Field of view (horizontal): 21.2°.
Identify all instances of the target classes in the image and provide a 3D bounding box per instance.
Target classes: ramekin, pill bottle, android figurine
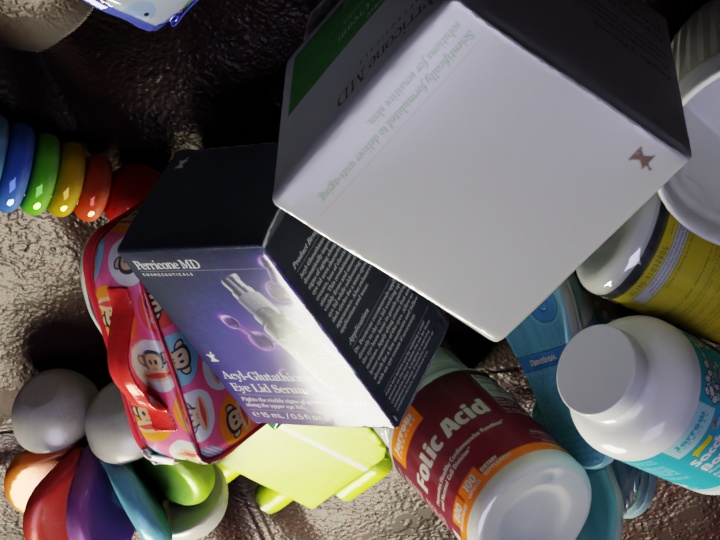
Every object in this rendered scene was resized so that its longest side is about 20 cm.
[{"bbox_3d":[0.304,-0.117,1.373,0.198,0.106,0.201,2,138,2],"label":"ramekin"},{"bbox_3d":[0.093,0.152,1.592,0.113,0.200,0.115,-15,124,-24],"label":"pill bottle"},{"bbox_3d":[0.275,-0.004,1.490,0.198,0.113,0.112,22,134,-17],"label":"pill bottle"},{"bbox_3d":[0.233,0.101,1.483,0.110,0.112,0.199,-29,147,30],"label":"pill bottle"},{"bbox_3d":[-0.055,0.152,1.731,0.181,0.041,0.200,28,134,-22],"label":"android figurine"}]

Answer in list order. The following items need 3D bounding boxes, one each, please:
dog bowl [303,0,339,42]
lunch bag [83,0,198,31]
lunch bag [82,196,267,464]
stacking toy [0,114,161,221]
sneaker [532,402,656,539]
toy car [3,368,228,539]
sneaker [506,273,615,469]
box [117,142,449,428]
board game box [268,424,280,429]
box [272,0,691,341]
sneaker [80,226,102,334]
[{"bbox_3d":[0.051,-0.153,1.374,0.198,0.059,0.201,0,130,0],"label":"dog bowl"},{"bbox_3d":[-0.144,-0.265,1.240,0.169,0.124,0.200,-33,118,32],"label":"lunch bag"},{"bbox_3d":[-0.131,0.043,1.466,0.081,0.176,0.202,1,115,35],"label":"lunch bag"},{"bbox_3d":[-0.242,-0.074,1.485,0.198,0.086,0.086,13,136,-17],"label":"stacking toy"},{"bbox_3d":[0.213,0.203,1.648,0.079,0.202,0.130,-23,139,30],"label":"sneaker"},{"bbox_3d":[-0.225,0.189,1.686,0.198,0.151,0.176,4,140,30],"label":"toy car"},{"bbox_3d":[0.191,0.048,1.587,0.079,0.130,0.202,-7,105,48],"label":"sneaker"},{"bbox_3d":[-0.053,0.012,1.388,0.147,0.105,0.200,-2,137,40],"label":"box"},{"bbox_3d":[-0.077,0.022,1.556,0.134,0.029,0.201,42,135,11],"label":"board game box"},{"bbox_3d":[0.076,-0.106,1.262,0.199,0.172,0.199,30,124,-22],"label":"box"},{"bbox_3d":[-0.168,0.059,1.560,0.074,0.084,0.202,-23,105,-19],"label":"sneaker"}]
